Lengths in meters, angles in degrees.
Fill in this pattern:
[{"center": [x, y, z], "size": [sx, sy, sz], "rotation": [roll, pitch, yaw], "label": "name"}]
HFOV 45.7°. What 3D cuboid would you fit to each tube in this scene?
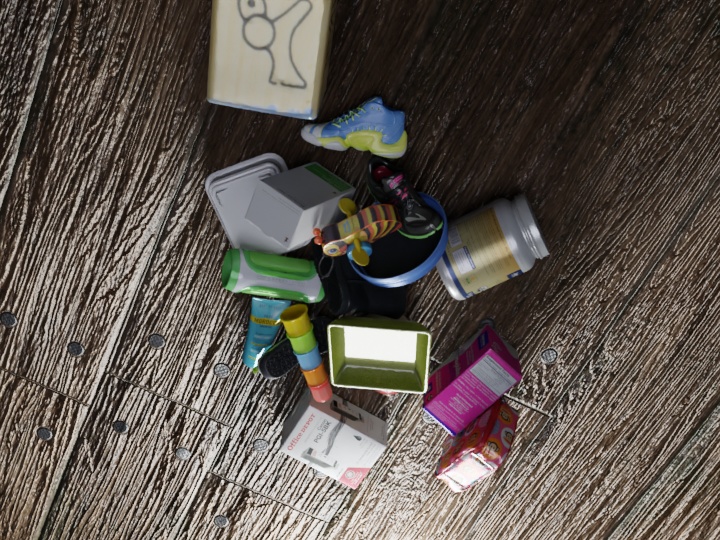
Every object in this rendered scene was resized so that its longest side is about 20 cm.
[{"center": [-0.198, 0.120, 1.724], "size": [0.076, 0.051, 0.202], "rotation": [3, 138, -18], "label": "tube"}]

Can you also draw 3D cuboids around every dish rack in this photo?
[{"center": [-0.197, -0.110, 1.649], "size": [0.168, 0.044, 0.203], "rotation": [-18, 115, 11], "label": "dish rack"}]

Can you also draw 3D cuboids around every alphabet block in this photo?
[{"center": [-0.143, -0.389, 1.421], "size": [0.190, 0.197, 0.204], "rotation": [9, 117, -3], "label": "alphabet block"}]

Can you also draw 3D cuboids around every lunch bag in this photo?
[{"center": [0.247, 0.353, 1.780], "size": [0.081, 0.177, 0.200], "rotation": [37, 135, -5], "label": "lunch bag"}]

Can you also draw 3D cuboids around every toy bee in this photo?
[{"center": [-0.027, -0.054, 1.514], "size": [0.108, 0.131, 0.201], "rotation": [20, 115, -49], "label": "toy bee"}]

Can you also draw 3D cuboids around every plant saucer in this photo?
[{"center": [0.038, 0.156, 1.656], "size": [0.195, 0.049, 0.202], "rotation": [5, 138, 5], "label": "plant saucer"}]

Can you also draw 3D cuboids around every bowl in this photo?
[{"center": [0.071, -0.056, 1.580], "size": [0.197, 0.204, 0.040], "rotation": [-21, 137, 14], "label": "bowl"}]

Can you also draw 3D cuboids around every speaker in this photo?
[{"center": [-0.165, 0.011, 1.655], "size": [0.196, 0.089, 0.090], "rotation": [9, 119, -24], "label": "speaker"}]

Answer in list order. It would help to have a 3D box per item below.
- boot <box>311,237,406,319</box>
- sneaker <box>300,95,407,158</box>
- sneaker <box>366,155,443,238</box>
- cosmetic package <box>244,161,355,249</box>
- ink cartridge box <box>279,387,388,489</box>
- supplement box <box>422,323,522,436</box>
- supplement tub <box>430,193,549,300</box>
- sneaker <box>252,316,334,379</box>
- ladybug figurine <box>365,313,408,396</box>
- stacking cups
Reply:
[{"center": [0.000, 0.000, 1.666], "size": [0.165, 0.204, 0.076], "rotation": [5, 147, -37], "label": "boot"}, {"center": [-0.007, -0.270, 1.550], "size": [0.195, 0.076, 0.108], "rotation": [7, 105, -9], "label": "sneaker"}, {"center": [0.070, -0.132, 1.543], "size": [0.076, 0.200, 0.084], "rotation": [-40, 150, -9], "label": "sneaker"}, {"center": [-0.105, -0.120, 1.537], "size": [0.107, 0.199, 0.086], "rotation": [33, 117, 14], "label": "cosmetic package"}, {"center": [-0.059, 0.360, 1.852], "size": [0.197, 0.083, 0.148], "rotation": [29, 116, -11], "label": "ink cartridge box"}, {"center": [0.227, 0.226, 1.759], "size": [0.103, 0.102, 0.200], "rotation": [41, 111, -16], "label": "supplement box"}, {"center": [0.241, -0.046, 1.598], "size": [0.197, 0.145, 0.146], "rotation": [-25, 113, 15], "label": "supplement tub"}, {"center": [-0.135, 0.153, 1.749], "size": [0.197, 0.082, 0.073], "rotation": [-27, 101, -22], "label": "sneaker"}, {"center": [0.054, 0.177, 1.760], "size": [0.132, 0.072, 0.204], "rotation": [-5, 116, 5], "label": "ladybug figurine"}, {"center": [-0.100, 0.165, 1.688], "size": [0.059, 0.061, 0.203], "rotation": [-14, 118, 10], "label": "stacking cups"}]
